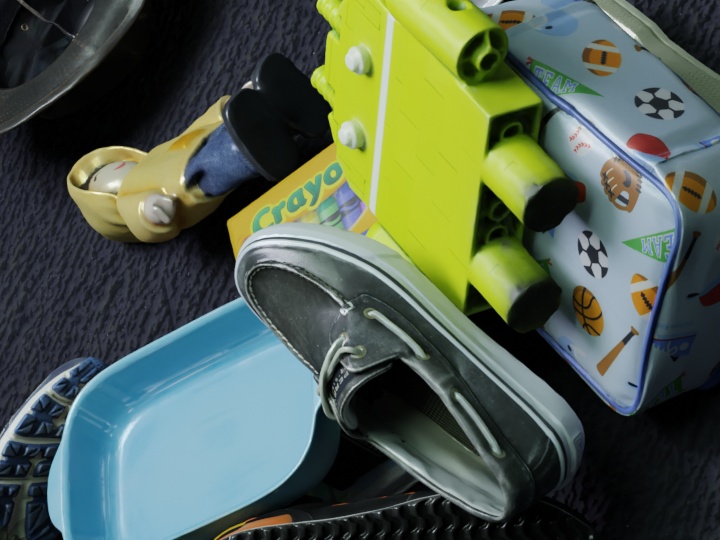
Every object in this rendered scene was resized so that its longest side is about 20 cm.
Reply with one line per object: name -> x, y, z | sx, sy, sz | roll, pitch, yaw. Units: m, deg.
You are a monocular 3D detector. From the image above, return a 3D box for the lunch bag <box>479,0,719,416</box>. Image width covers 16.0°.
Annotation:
lunch bag -> 0.109, -0.034, 1.239 | 0.200, 0.075, 0.161 | 49, 146, 37

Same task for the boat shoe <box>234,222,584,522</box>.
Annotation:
boat shoe -> 0.013, 0.045, 1.208 | 0.200, 0.071, 0.072 | 32, 127, 21

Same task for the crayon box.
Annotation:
crayon box -> 0.000, 0.000, 1.366 | 0.126, 0.052, 0.200 | -35, 47, 22

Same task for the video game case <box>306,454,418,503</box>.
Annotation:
video game case -> -0.019, 0.079, 1.389 | 0.200, 0.017, 0.143 | -39, 46, 20

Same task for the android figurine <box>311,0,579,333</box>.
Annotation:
android figurine -> 0.033, -0.063, 1.237 | 0.200, 0.041, 0.182 | 49, 146, 38

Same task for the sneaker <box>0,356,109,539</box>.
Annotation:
sneaker -> -0.214, 0.131, 1.499 | 0.200, 0.077, 0.085 | -58, 39, 0

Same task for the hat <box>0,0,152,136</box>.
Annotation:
hat -> -0.192, -0.153, 1.638 | 0.200, 0.081, 0.201 | -17, 54, 25

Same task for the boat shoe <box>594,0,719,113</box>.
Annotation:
boat shoe -> 0.150, -0.070, 1.297 | 0.200, 0.072, 0.068 | 48, 140, 39

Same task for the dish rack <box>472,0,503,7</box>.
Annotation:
dish rack -> 0.067, -0.227, 1.436 | 0.200, 0.043, 0.172 | -44, 36, 26

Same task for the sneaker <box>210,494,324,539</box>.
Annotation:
sneaker -> -0.084, 0.193, 1.349 | 0.200, 0.089, 0.077 | -36, 15, 12

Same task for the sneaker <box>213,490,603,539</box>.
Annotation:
sneaker -> 0.019, 0.136, 1.253 | 0.199, 0.090, 0.070 | -5, 98, 1

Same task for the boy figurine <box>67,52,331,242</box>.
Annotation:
boy figurine -> -0.099, -0.066, 1.497 | 0.200, 0.064, 0.124 | -18, 28, 51

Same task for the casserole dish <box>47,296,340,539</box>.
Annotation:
casserole dish -> -0.080, 0.087, 1.326 | 0.200, 0.039, 0.121 | -27, 51, 31
